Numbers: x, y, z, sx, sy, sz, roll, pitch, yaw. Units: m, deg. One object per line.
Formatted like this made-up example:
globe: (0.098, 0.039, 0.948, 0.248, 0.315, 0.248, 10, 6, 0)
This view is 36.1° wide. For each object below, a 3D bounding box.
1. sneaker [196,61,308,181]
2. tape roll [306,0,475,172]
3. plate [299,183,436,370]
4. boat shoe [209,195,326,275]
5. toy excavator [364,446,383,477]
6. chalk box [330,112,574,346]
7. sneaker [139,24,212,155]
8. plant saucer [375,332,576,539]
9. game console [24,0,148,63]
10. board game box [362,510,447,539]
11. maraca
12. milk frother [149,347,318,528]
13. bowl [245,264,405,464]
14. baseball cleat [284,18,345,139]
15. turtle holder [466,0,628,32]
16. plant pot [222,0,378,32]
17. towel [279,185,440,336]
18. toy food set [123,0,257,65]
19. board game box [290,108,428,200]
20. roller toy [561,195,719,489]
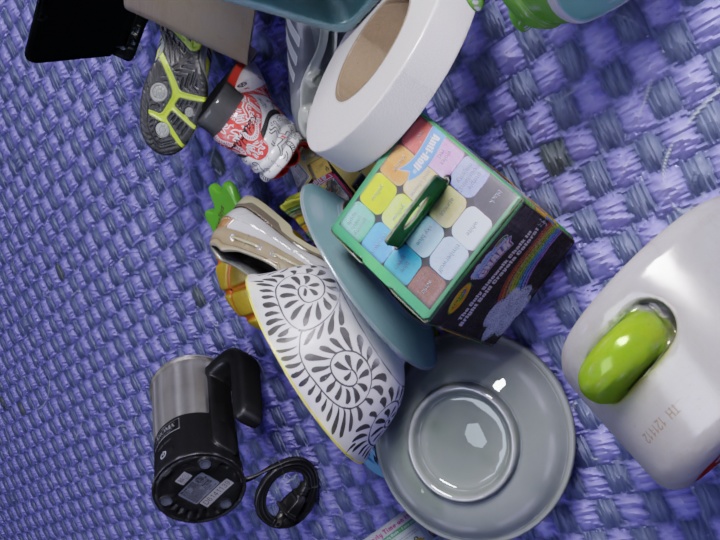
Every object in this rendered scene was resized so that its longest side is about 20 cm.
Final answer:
sneaker: (-0.107, -0.155, 1.148, 0.108, 0.202, 0.067, 40, 105, -14)
tape roll: (0.023, -0.178, 0.923, 0.037, 0.206, 0.202, 30, 151, -22)
plate: (0.016, -0.001, 0.997, 0.025, 0.200, 0.202, -34, 79, 15)
boat shoe: (-0.067, 0.010, 1.132, 0.199, 0.069, 0.075, 36, 150, 12)
toy excavator: (0.010, 0.163, 1.205, 0.195, 0.099, 0.201, 46, 154, 17)
chalk box: (0.070, -0.035, 0.900, 0.124, 0.199, 0.125, 43, 99, 28)
sneaker: (-0.191, -0.226, 1.219, 0.074, 0.076, 0.204, 16, 102, 3)
plant saucer: (0.100, 0.158, 1.031, 0.196, 0.050, 0.205, 0, 89, 21)
game console: (-0.269, -0.329, 1.187, 0.200, 0.115, 0.179, 130, 153, -51)
board game box: (0.094, 0.341, 1.146, 0.201, 0.146, 0.065, 53, 144, 16)
maraca: (-0.117, -0.012, 1.247, 0.201, 0.106, 0.138, 50, 143, 23)
milk frother: (-0.166, 0.226, 1.431, 0.201, 0.178, 0.189, 55, -169, -35)
bowl: (-0.014, 0.065, 1.017, 0.202, 0.093, 0.201, 57, -176, -6)
baseball cleat: (-0.049, -0.234, 1.082, 0.106, 0.069, 0.204, 31, 120, 45)
turtle holder: (0.138, -0.252, 0.747, 0.130, 0.143, 0.186, -4, 145, 35)
plant pot: (-0.053, -0.351, 0.897, 0.195, 0.194, 0.203, -38, 59, 41)
towel: (0.000, 0.000, 1.120, 0.201, 0.018, 0.086, 51, 155, -14)
toy food set: (-0.155, -0.296, 1.078, 0.141, 0.061, 0.201, 25, 153, 1)
board game box: (0.010, -0.080, 1.111, 0.198, 0.034, 0.138, -8, 103, 53)
roller toy: (0.247, 0.053, 0.769, 0.140, 0.199, 0.183, 49, 176, 21)
